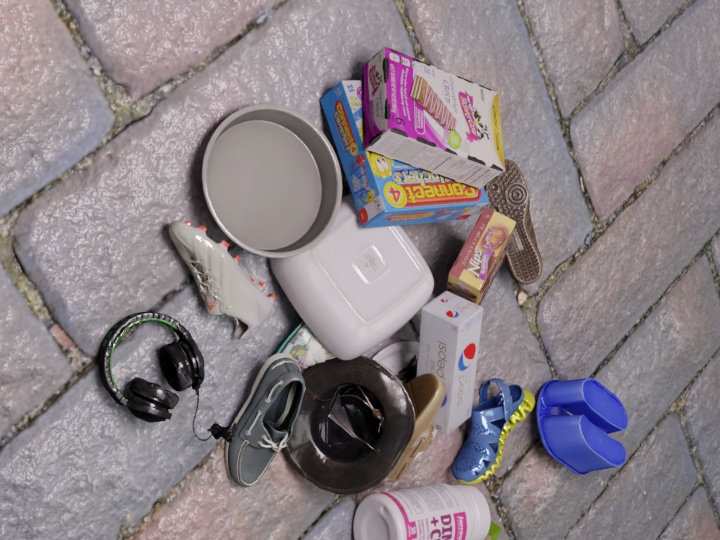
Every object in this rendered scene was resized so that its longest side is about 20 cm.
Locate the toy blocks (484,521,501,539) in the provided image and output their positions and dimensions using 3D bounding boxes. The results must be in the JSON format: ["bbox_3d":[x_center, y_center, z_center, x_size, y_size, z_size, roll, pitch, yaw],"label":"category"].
[{"bbox_3d":[0.147,0.508,1.857,0.200,0.100,0.137,-33,130,-30],"label":"toy blocks"}]

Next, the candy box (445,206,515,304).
[{"bbox_3d":[0.174,-0.005,1.711,0.117,0.056,0.200,-61,170,-13],"label":"candy box"}]

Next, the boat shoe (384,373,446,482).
[{"bbox_3d":[0.073,0.230,1.674,0.064,0.071,0.200,18,122,-28],"label":"boat shoe"}]

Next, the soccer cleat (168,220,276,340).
[{"bbox_3d":[-0.185,0.013,1.483,0.078,0.069,0.200,-53,130,-15],"label":"soccer cleat"}]

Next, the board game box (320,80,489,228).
[{"bbox_3d":[0.063,-0.165,1.601,0.199,0.056,0.197,-8,73,-39],"label":"board game box"}]

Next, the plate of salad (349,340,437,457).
[{"bbox_3d":[0.065,0.207,1.744,0.199,0.048,0.201,-9,104,-39],"label":"plate of salad"}]

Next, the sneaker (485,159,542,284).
[{"bbox_3d":[0.240,-0.075,1.830,0.070,0.076,0.201,-11,91,5],"label":"sneaker"}]

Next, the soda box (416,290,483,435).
[{"bbox_3d":[0.125,0.136,1.667,0.064,0.068,0.201,-31,135,-42],"label":"soda box"}]

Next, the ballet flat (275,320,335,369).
[{"bbox_3d":[-0.045,0.077,1.603,0.200,0.071,0.069,-54,165,-21],"label":"ballet flat"}]

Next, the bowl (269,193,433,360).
[{"bbox_3d":[0.000,0.000,1.576,0.199,0.075,0.200,-37,93,-29],"label":"bowl"}]

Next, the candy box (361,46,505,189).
[{"bbox_3d":[0.100,-0.206,1.571,0.199,0.061,0.137,15,59,-31],"label":"candy box"}]

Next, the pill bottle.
[{"bbox_3d":[0.097,0.387,1.764,0.199,0.113,0.114,-1,99,-40],"label":"pill bottle"}]

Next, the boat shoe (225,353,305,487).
[{"bbox_3d":[-0.126,0.212,1.552,0.073,0.062,0.201,12,107,-35],"label":"boat shoe"}]

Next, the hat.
[{"bbox_3d":[-0.017,0.212,1.646,0.081,0.199,0.202,-45,135,-82],"label":"hat"}]

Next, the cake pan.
[{"bbox_3d":[-0.118,-0.114,1.496,0.199,0.037,0.202,4,83,-29],"label":"cake pan"}]

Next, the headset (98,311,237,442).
[{"bbox_3d":[-0.237,0.142,1.446,0.124,0.094,0.200,-48,114,-21],"label":"headset"}]

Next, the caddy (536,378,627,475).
[{"bbox_3d":[0.376,0.269,1.983,0.200,0.105,0.142,36,53,-38],"label":"caddy"}]

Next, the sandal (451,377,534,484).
[{"bbox_3d":[0.200,0.252,1.854,0.087,0.079,0.200,50,59,-31],"label":"sandal"}]
